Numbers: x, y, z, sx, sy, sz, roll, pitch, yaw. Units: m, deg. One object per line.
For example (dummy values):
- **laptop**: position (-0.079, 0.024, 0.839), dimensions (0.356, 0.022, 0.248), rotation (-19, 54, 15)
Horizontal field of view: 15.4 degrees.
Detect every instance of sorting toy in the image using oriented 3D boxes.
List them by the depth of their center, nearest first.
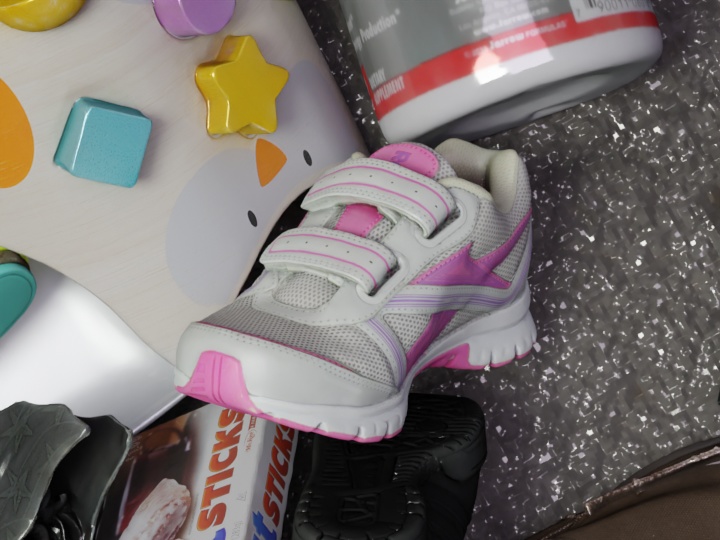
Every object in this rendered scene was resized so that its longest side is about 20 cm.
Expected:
- **sorting toy**: position (-0.064, -0.061, 0.995), dimensions (0.200, 0.107, 0.180), rotation (-50, 117, -36)

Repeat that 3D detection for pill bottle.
- **pill bottle**: position (0.033, -0.157, 1.021), dimensions (0.113, 0.114, 0.201), rotation (-18, 85, -5)

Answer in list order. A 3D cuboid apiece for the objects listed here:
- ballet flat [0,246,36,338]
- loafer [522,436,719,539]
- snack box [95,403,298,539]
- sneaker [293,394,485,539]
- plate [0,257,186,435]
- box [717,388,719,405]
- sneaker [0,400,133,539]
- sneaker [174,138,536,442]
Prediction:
- **ballet flat**: position (-0.205, 0.051, 0.988), dimensions (0.067, 0.067, 0.200), rotation (39, 81, 22)
- **loafer**: position (0.099, 0.124, 1.018), dimensions (0.199, 0.071, 0.073), rotation (-27, 87, -5)
- **snack box**: position (-0.066, 0.119, 0.931), dimensions (0.072, 0.200, 0.024), rotation (-23, 121, 22)
- **sneaker**: position (0.006, 0.119, 0.940), dimensions (0.060, 0.200, 0.105), rotation (2, 106, 11)
- **plate**: position (-0.194, 0.021, 1.032), dimensions (0.199, 0.032, 0.200), rotation (-38, 88, -5)
- **box**: position (0.255, 0.015, 0.998), dimensions (0.199, 0.149, 0.125), rotation (15, 83, -2)
- **sneaker**: position (-0.154, 0.133, 0.945), dimensions (0.104, 0.060, 0.201), rotation (19, 89, 36)
- **sneaker**: position (0.000, 0.000, 0.964), dimensions (0.081, 0.200, 0.089), rotation (14, 111, 26)
